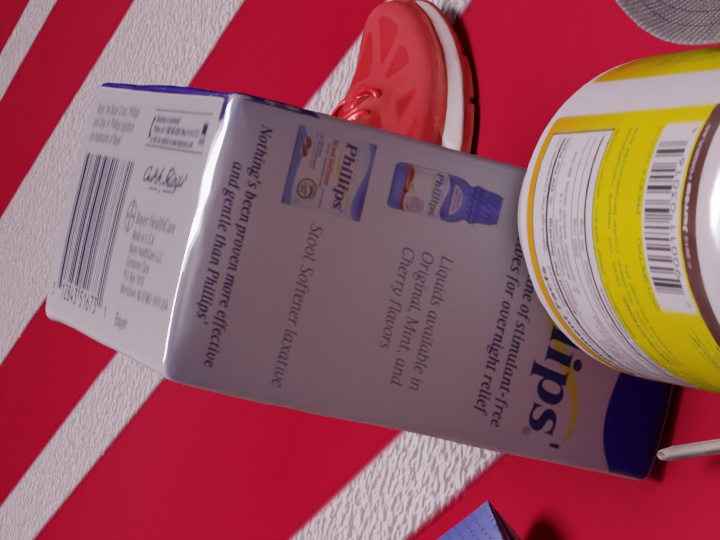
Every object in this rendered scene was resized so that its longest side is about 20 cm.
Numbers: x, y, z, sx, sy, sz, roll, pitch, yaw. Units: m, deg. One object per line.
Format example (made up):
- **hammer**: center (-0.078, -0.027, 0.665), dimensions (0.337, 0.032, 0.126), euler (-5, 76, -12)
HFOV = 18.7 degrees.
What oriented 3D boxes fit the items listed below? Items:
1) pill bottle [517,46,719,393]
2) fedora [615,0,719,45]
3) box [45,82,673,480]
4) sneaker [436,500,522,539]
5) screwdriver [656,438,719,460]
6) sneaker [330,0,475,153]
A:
- **pill bottle**: center (0.118, -0.016, 0.687), dimensions (0.200, 0.108, 0.110), euler (-172, 94, -74)
- **fedora**: center (0.166, -0.149, 0.674), dimensions (0.201, 0.090, 0.177), euler (-62, 28, 15)
- **box**: center (0.000, 0.000, 0.856), dimensions (0.184, 0.198, 0.106), euler (16, 92, 68)
- **sneaker**: center (-0.026, 0.157, 0.859), dimensions (0.199, 0.115, 0.081), euler (-45, 17, 3)
- **screwdriver**: center (0.152, 0.047, 0.696), dimensions (0.029, 0.028, 0.200), euler (-52, 14, -19)
- **sneaker**: center (-0.013, -0.053, 1.026), dimensions (0.078, 0.115, 0.202), euler (131, 144, -50)
